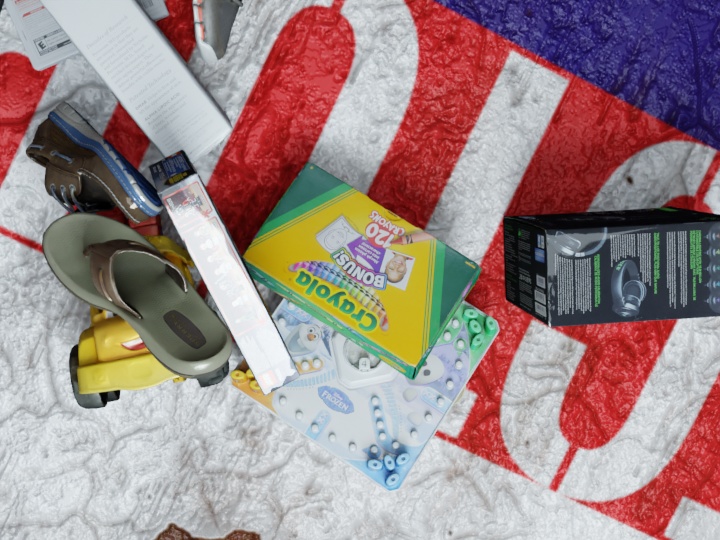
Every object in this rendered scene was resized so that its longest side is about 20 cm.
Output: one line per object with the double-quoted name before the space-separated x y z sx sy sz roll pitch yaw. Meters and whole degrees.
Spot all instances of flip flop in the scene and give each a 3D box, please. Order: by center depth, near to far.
"flip flop" -0.185 0.011 0.887 0.200 0.058 0.081 40 62 21

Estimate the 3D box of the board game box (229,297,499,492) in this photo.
"board game box" 0.004 0.080 1.047 0.199 0.026 0.200 32 76 10

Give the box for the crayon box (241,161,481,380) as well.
"crayon box" 0.000 0.000 1.028 0.200 0.058 0.119 32 75 9

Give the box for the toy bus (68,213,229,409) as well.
"toy bus" -0.203 0.023 0.995 0.135 0.200 0.193 -9 89 -5

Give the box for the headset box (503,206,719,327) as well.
"headset box" 0.256 -0.008 1.041 0.199 0.174 0.093 -3 97 -4

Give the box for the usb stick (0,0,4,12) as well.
"usb stick" -0.392 -0.179 1.028 0.055 0.033 0.201 18 94 15

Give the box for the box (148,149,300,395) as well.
"box" -0.122 -0.002 0.944 0.040 0.137 0.201 -27 110 -6

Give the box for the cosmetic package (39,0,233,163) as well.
"cosmetic package" -0.207 -0.194 1.001 0.074 0.102 0.200 -39 105 1

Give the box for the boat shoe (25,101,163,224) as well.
"boat shoe" -0.250 -0.085 0.987 0.072 0.200 0.072 -45 134 -5

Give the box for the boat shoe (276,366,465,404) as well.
"boat shoe" 0.012 0.122 1.087 0.199 0.065 0.073 2 96 -6

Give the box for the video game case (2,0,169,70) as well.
"video game case" -0.291 -0.315 1.033 0.143 0.018 0.201 -23 98 -2

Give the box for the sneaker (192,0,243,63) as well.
"sneaker" -0.116 -0.297 1.023 0.081 0.077 0.201 7 96 -7
